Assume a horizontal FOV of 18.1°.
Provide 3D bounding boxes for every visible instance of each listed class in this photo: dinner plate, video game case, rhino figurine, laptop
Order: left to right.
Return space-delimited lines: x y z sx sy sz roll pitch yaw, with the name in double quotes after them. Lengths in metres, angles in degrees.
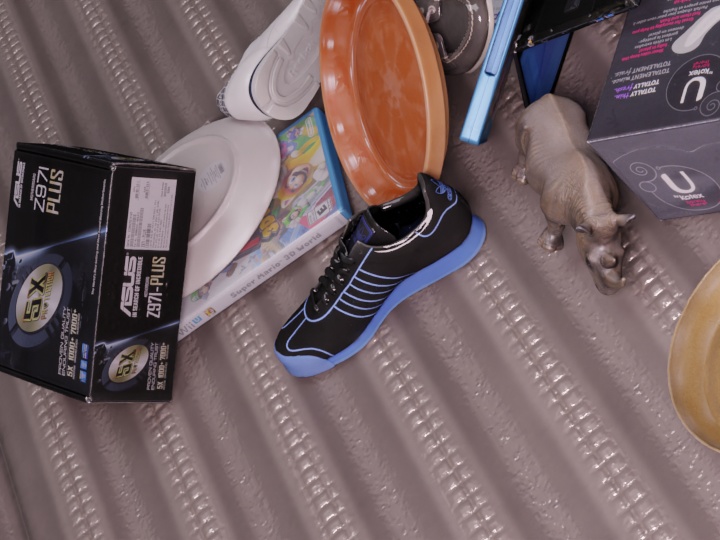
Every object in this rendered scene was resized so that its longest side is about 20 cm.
-0.153 -0.057 1.964 0.200 0.024 0.201 -26 42 26 "dinner plate"
-0.100 -0.038 1.940 0.200 0.018 0.143 -35 39 17 "video game case"
0.118 -0.195 1.748 0.143 0.018 0.201 -40 -32 -83 "video game case"
0.157 -0.053 1.640 0.059 0.088 0.200 -7 39 -10 "rhino figurine"
0.191 -0.218 1.728 0.200 0.103 0.178 -16 46 49 "laptop"

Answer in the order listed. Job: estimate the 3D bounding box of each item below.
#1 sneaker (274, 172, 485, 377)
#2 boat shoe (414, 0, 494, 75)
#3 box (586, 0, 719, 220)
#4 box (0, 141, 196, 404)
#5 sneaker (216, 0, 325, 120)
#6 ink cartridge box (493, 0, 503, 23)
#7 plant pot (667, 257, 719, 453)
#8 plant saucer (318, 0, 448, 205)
0.000 0.000 1.767 0.200 0.078 0.070 -39 37 11 "sneaker"
0.051 -0.187 1.821 0.200 0.057 0.067 174 90 -72 "boat shoe"
0.260 -0.150 1.619 0.122 0.106 0.201 -8 51 42 "box"
-0.226 0.000 1.910 0.163 0.086 0.201 14 99 51 "box"
-0.052 -0.209 2.001 0.200 0.077 0.080 -48 23 -29 "sneaker"
0.106 -0.281 1.951 0.196 0.043 0.201 7 65 48 "ink cartridge box"
0.293 0.042 1.478 0.199 0.027 0.201 -27 42 27 "plant pot"
0.021 -0.145 1.817 0.032 0.201 0.200 -13 28 -24 "plant saucer"
